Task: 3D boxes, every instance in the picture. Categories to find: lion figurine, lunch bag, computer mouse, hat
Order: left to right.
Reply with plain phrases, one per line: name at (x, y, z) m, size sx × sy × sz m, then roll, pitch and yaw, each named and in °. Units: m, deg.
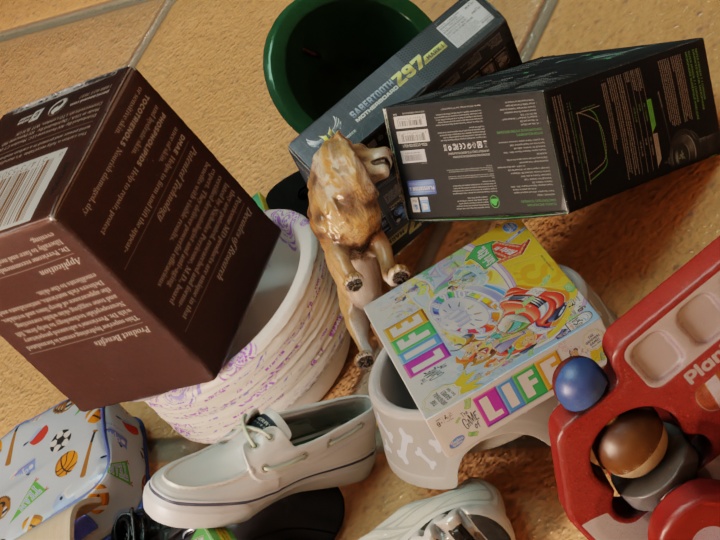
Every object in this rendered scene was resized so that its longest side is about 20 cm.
lunch bag at (-0.273, 0.202, 1.768) m, size 0.199 × 0.076 × 0.161 m, roll -35°, pitch 34°, yaw 13°
computer mouse at (-0.111, 0.218, 1.544) m, size 0.198 × 0.046 × 0.141 m, roll -12°, pitch 48°, yaw 17°
hat at (-0.012, -0.154, 1.872) m, size 0.198 × 0.167 × 0.176 m, roll -19°, pitch -13°, yaw -21°
lion figurine at (0.000, 0.000, 1.576) m, size 0.072 × 0.201 × 0.123 m, roll -13°, pitch 44°, yaw -14°

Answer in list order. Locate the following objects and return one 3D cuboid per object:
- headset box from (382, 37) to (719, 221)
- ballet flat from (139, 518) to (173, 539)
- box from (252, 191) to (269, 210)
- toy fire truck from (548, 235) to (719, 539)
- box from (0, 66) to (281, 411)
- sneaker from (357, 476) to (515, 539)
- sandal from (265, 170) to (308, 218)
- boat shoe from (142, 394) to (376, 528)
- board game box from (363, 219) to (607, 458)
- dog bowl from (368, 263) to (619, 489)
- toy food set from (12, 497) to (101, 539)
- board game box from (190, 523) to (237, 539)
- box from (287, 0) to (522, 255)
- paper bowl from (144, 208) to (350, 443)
headset box at (0.151, -0.109, 1.551) m, size 0.199 × 0.094 × 0.173 m, roll -22°, pitch 13°, yaw -40°
ballet flat at (-0.147, 0.212, 1.647) m, size 0.200 × 0.057 × 0.066 m, roll -45°, pitch 2°, yaw -10°
box at (-0.124, 0.013, 1.847) m, size 0.199 × 0.048 × 0.118 m, roll -38°, pitch 32°, yaw 7°
toy fire truck at (0.200, 0.083, 1.267) m, size 0.199 × 0.168 × 0.112 m, roll -38°, pitch 31°, yaw 9°
box at (-0.203, -0.021, 1.628) m, size 0.165 × 0.200 × 0.165 m, roll -14°, pitch 41°, yaw 39°
sneaker at (0.020, 0.211, 1.429) m, size 0.199 × 0.075 × 0.081 m, roll -29°, pitch 22°, yaw 14°
sandal at (-0.002, -0.080, 1.788) m, size 0.198 × 0.045 × 0.075 m, roll -2°, pitch 48°, yaw 37°
boat shoe at (-0.073, 0.132, 1.515) m, size 0.199 × 0.067 × 0.073 m, roll -14°, pitch 34°, yaw -38°
board game box at (0.086, 0.041, 1.420) m, size 0.134 × 0.034 × 0.200 m, roll -31°, pitch 24°, yaw 0°
dog bowl at (0.094, 0.069, 1.472) m, size 0.199 × 0.059 × 0.201 m, roll -25°, pitch 25°, yaw 13°
toy food set at (-0.246, 0.293, 1.595) m, size 0.143 × 0.060 × 0.202 m, roll -30°, pitch 52°, yaw 36°
board game box at (-0.099, 0.283, 1.419) m, size 0.135 × 0.029 × 0.200 m, roll -59°, pitch 32°, yaw 12°
box at (0.049, -0.110, 1.665) m, size 0.200 × 0.158 × 0.051 m, roll -40°, pitch 56°, yaw -6°
paper bowl at (-0.088, 0.055, 1.697) m, size 0.200 × 0.104 × 0.202 m, roll -30°, pitch 34°, yaw 23°
